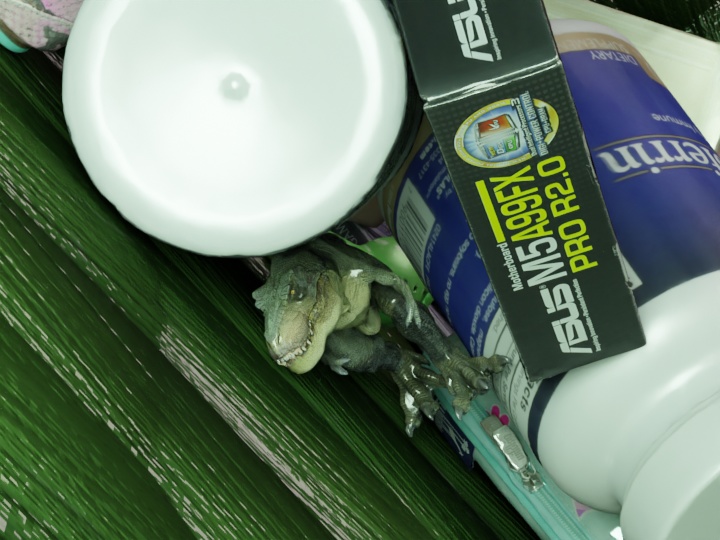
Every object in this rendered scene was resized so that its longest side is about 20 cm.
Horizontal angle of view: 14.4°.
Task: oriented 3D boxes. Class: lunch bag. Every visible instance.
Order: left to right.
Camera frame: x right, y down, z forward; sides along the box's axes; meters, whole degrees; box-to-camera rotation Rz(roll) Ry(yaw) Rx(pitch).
[{"bbox_3d":[0.112,0.092,1.143,0.160,0.077,0.200,53,8,34],"label":"lunch bag"}]

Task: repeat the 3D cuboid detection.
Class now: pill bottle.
[{"bbox_3d":[-0.032,-0.062,0.947,0.106,0.106,0.200,48,5,-1],"label":"pill bottle"},{"bbox_3d":[0.096,0.014,1.010,0.116,0.116,0.200,40,14,-54],"label":"pill bottle"}]

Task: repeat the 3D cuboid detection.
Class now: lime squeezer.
[{"bbox_3d":[0.000,0.000,1.176,0.071,0.038,0.200,20,0,19],"label":"lime squeezer"}]

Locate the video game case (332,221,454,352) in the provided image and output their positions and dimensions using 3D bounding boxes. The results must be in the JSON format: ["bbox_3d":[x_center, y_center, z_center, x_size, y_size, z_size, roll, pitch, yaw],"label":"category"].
[{"bbox_3d":[0.014,-0.004,1.356,0.200,0.019,0.143,52,7,23],"label":"video game case"}]

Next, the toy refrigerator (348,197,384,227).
[{"bbox_3d":[-0.022,-0.075,1.210,0.076,0.070,0.200,49,10,16],"label":"toy refrigerator"}]

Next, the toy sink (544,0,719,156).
[{"bbox_3d":[0.101,-0.016,1.328,0.112,0.200,0.130,19,1,12],"label":"toy sink"}]

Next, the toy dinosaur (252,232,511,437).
[{"bbox_3d":[0.002,0.017,0.997,0.088,0.047,0.200,41,3,-5],"label":"toy dinosaur"}]

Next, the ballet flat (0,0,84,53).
[{"bbox_3d":[-0.146,-0.161,0.927,0.200,0.071,0.069,48,10,1],"label":"ballet flat"}]

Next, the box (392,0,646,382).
[{"bbox_3d":[0.036,-0.089,0.926,0.160,0.044,0.200,67,8,-55],"label":"box"}]
